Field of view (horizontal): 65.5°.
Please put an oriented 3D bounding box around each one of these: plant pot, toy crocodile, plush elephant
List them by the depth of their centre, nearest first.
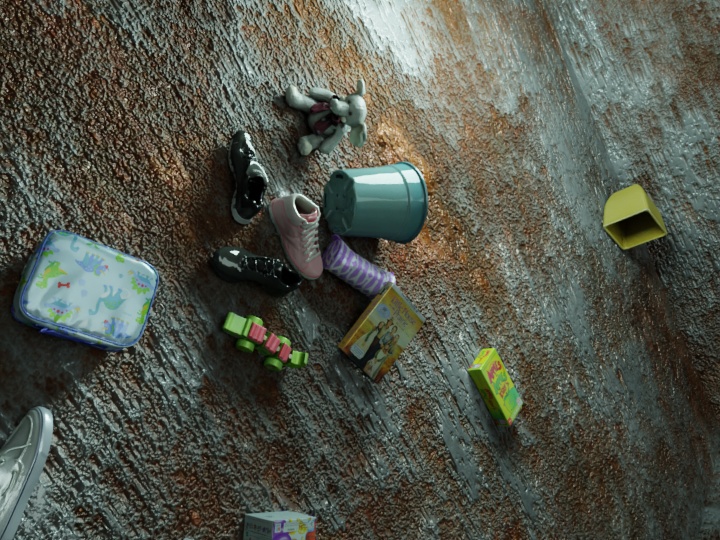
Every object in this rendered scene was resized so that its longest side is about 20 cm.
[{"bbox_3d":[-0.193,0.147,1.139,0.199,0.061,0.068,39,56,-28],"label":"toy crocodile"},{"bbox_3d":[-0.055,-0.370,1.333,0.198,0.154,0.168,-4,82,-42],"label":"plush elephant"},{"bbox_3d":[0.026,-0.163,1.343,0.193,0.199,0.204,-4,81,-34],"label":"plant pot"},{"bbox_3d":[1.169,-0.249,2.408,0.194,0.193,0.203,34,49,-31],"label":"plant pot"}]

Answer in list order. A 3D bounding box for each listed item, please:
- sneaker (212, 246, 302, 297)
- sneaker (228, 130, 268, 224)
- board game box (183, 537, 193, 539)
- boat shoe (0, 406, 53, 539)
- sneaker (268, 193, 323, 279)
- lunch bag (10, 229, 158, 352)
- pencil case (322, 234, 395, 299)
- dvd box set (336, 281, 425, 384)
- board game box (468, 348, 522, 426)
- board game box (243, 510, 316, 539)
[{"bbox_3d":[-0.206,-0.005,1.147,0.198,0.090,0.077,20,68,-36],"label":"sneaker"},{"bbox_3d":[-0.230,-0.204,1.175,0.066,0.090,0.204,6,75,-42],"label":"sneaker"},{"bbox_3d":[-0.324,0.572,0.928,0.200,0.034,0.127,-41,106,-41],"label":"board game box"},{"bbox_3d":[-0.516,0.291,0.795,0.086,0.074,0.205,38,61,-49],"label":"boat shoe"},{"bbox_3d":[-0.122,-0.076,1.233,0.075,0.104,0.203,-36,105,-43],"label":"sneaker"},{"bbox_3d":[-0.448,0.039,0.919,0.198,0.082,0.163,26,62,-35],"label":"lunch bag"},{"bbox_3d":[0.000,0.000,1.336,0.199,0.083,0.087,32,70,-31],"label":"pencil case"},{"bbox_3d":[0.054,0.148,1.329,0.201,0.029,0.147,-50,119,-13],"label":"dvd box set"},{"bbox_3d":[0.397,0.341,1.637,0.101,0.047,0.202,-40,107,-40],"label":"board game box"},{"bbox_3d":[-0.154,0.564,1.038,0.102,0.104,0.204,15,70,-39],"label":"board game box"}]
